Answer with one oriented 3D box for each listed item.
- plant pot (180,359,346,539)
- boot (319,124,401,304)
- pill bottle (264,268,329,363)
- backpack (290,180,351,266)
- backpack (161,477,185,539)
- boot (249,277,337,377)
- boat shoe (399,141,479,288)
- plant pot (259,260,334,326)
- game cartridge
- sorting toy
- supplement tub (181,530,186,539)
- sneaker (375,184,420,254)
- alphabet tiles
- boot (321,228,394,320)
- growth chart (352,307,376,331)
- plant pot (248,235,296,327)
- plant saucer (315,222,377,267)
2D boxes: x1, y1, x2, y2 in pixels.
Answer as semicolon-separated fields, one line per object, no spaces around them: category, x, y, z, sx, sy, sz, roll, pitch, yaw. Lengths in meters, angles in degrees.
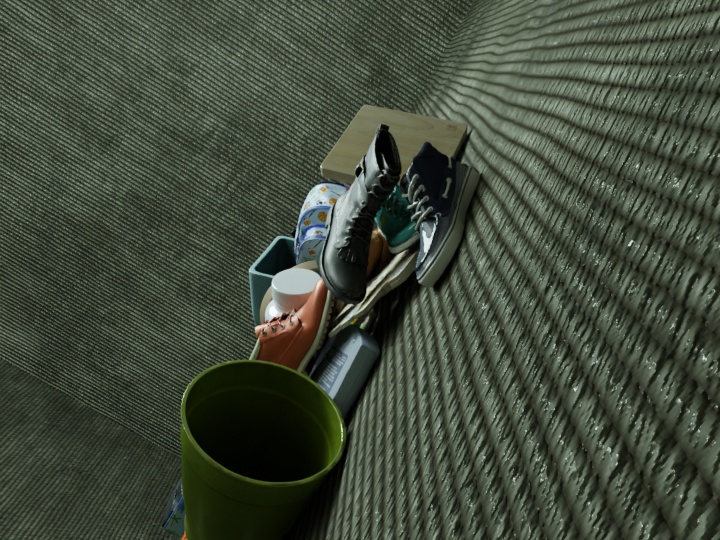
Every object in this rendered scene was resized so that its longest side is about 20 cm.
plant pot;-0.139;0.252;0.783;0.201;0.196;0.196;-73;3;-63
boot;0.005;-0.078;0.863;0.175;0.068;0.204;127;147;-47
pill bottle;-0.102;0.105;1.045;0.112;0.108;0.204;-70;-16;-59
backpack;-0.050;-0.078;1.292;0.193;0.195;0.156;103;175;-46
backpack;-0.260;0.403;1.169;0.185;0.145;0.200;-59;2;14
boot;-0.100;0.086;0.939;0.203;0.105;0.075;-64;-1;13
boat shoe;0.082;-0.074;0.792;0.075;0.091;0.202;-52;10;48
plant pot;-0.088;0.090;1.226;0.203;0.198;0.093;-58;45;19
game cartridge;-0.030;0.144;0.915;0.136;0.040;0.200;-66;12;-5
sorting toy;0.061;-0.184;1.077;0.071;0.196;0.201;87;-156;-46
supplement tub;-0.180;0.332;0.963;0.203;0.121;0.123;-63;7;-30
sneaker;0.051;-0.081;0.917;0.077;0.081;0.200;-34;21;-6
alphabet tiles;0.032;0.018;0.922;0.196;0.015;0.199;-48;6;-38
boot;0.000;0.000;1.075;0.154;0.077;0.201;-35;-23;-21
growth chart;-0.013;0.102;1.092;0.147;0.017;0.200;-59;9;13
plant pot;-0.133;0.069;1.421;0.197;0.191;0.204;-62;-17;-61
plant saucer;0.014;-0.044;1.138;0.198;0.039;0.202;-27;-19;-10
